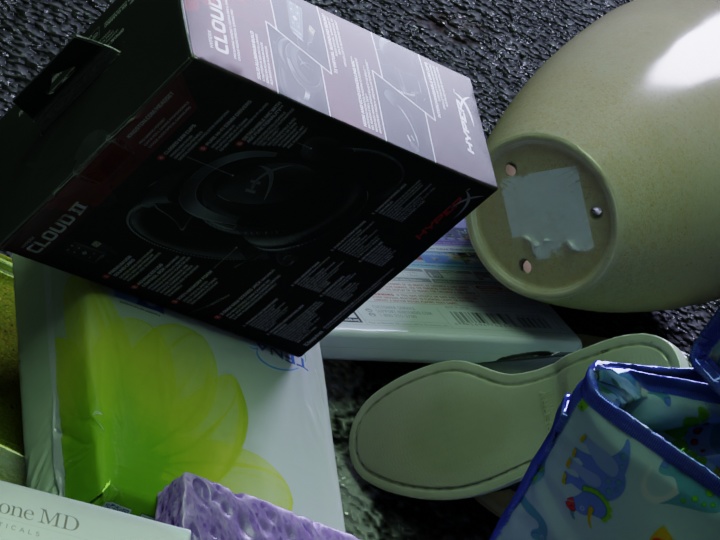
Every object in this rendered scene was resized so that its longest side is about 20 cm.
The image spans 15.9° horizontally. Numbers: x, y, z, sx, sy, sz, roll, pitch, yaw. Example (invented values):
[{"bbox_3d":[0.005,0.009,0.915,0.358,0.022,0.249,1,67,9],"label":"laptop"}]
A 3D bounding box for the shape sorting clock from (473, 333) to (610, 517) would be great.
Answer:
[{"bbox_3d":[0.135,0.097,1.403,0.200,0.039,0.200,8,29,-4],"label":"shape sorting clock"}]

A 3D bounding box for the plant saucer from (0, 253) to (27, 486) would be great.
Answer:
[{"bbox_3d":[-0.191,0.051,1.272,0.200,0.048,0.200,24,34,2],"label":"plant saucer"}]

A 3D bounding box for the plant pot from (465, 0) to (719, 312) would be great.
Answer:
[{"bbox_3d":[0.145,-0.052,1.460,0.187,0.187,0.200,35,27,18],"label":"plant pot"}]

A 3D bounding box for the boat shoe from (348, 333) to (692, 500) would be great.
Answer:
[{"bbox_3d":[0.090,0.077,1.317,0.066,0.199,0.075,20,56,-53],"label":"boat shoe"}]

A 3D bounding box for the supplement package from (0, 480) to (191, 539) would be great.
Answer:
[{"bbox_3d":[-0.144,0.195,0.991,0.114,0.110,0.200,15,52,-10],"label":"supplement package"}]

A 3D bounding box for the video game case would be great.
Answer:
[{"bbox_3d":[0.000,0.000,1.451,0.200,0.022,0.182,3,28,-27],"label":"video game case"}]

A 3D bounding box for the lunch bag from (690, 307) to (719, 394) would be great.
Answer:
[{"bbox_3d":[0.279,0.060,1.151,0.170,0.128,0.200,-6,40,-41],"label":"lunch bag"}]

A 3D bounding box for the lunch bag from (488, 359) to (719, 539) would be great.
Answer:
[{"bbox_3d":[0.163,0.145,1.230,0.200,0.170,0.127,22,33,-5],"label":"lunch bag"}]

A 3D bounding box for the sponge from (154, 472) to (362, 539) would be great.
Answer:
[{"bbox_3d":[-0.009,0.172,1.141,0.200,0.030,0.112,24,51,-30],"label":"sponge"}]

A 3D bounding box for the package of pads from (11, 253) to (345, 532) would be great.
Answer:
[{"bbox_3d":[-0.086,0.065,1.232,0.154,0.068,0.200,25,40,-34],"label":"package of pads"}]

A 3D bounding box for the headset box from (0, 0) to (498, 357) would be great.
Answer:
[{"bbox_3d":[-0.063,-0.053,1.179,0.200,0.149,0.077,22,41,-35],"label":"headset box"}]
